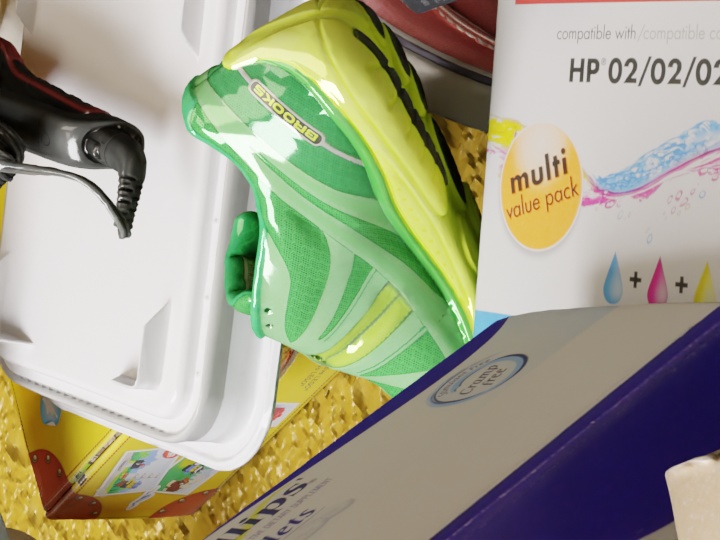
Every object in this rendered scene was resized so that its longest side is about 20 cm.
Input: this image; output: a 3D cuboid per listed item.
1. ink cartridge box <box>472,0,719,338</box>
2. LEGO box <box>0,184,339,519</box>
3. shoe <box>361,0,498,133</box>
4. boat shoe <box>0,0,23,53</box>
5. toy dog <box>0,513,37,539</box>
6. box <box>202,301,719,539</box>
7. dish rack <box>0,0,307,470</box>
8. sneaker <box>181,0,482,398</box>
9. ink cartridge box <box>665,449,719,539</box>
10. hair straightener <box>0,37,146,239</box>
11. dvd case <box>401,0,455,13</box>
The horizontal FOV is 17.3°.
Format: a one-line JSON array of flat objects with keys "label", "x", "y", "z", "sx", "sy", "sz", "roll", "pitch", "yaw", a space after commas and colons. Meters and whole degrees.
[{"label": "ink cartridge box", "x": 0.098, "y": -0.043, "z": 0.722, "sx": 0.115, "sy": 0.068, "sz": 0.202, "roll": 6, "pitch": 93, "yaw": 52}, {"label": "LEGO box", "x": -0.067, "y": -0.014, "z": 0.929, "sx": 0.200, "sy": 0.077, "sz": 0.150, "roll": -45, "pitch": 55, "yaw": 42}, {"label": "shoe", "x": 0.022, "y": -0.129, "z": 0.825, "sx": 0.200, "sy": 0.071, "sz": 0.091, "roll": 50, "pitch": 129, "yaw": 46}, {"label": "boat shoe", "x": -0.141, "y": -0.157, "z": 1.044, "sx": 0.074, "sy": 0.069, "sz": 0.201, "roll": -42, "pitch": 35, "yaw": 51}, {"label": "toy dog", "x": -0.185, "y": 0.088, "z": 0.889, "sx": 0.096, "sy": 0.132, "sz": 0.201, "roll": -14, "pitch": 87, "yaw": 12}, {"label": "box", "x": 0.049, "y": 0.138, "z": 0.625, "sx": 0.105, "sy": 0.184, "sz": 0.201, "roll": -7, "pitch": 112, "yaw": 52}, {"label": "dish rack", "x": -0.086, "y": -0.038, "z": 0.856, "sx": 0.171, "sy": 0.043, "sz": 0.202, "roll": 14, "pitch": 98, "yaw": 53}, {"label": "sneaker", "x": 0.000, "y": 0.000, "z": 0.780, "sx": 0.083, "sy": 0.201, "sz": 0.074, "roll": -17, "pitch": 33, "yaw": 12}, {"label": "ink cartridge box", "x": 0.194, "y": 0.052, "z": 0.512, "sx": 0.200, "sy": 0.164, "sz": 0.076, "roll": -29, "pitch": 65, "yaw": 49}, {"label": "hair straightener", "x": -0.143, "y": -0.050, "z": 0.836, "sx": 0.200, "sy": 0.077, "sz": 0.041, "roll": 34, "pitch": 128, "yaw": 46}, {"label": "dvd case", "x": 0.086, "y": -0.178, "z": 0.684, "sx": 0.199, "sy": 0.025, "sz": 0.151, "roll": -19, "pitch": 78, "yaw": 15}]
